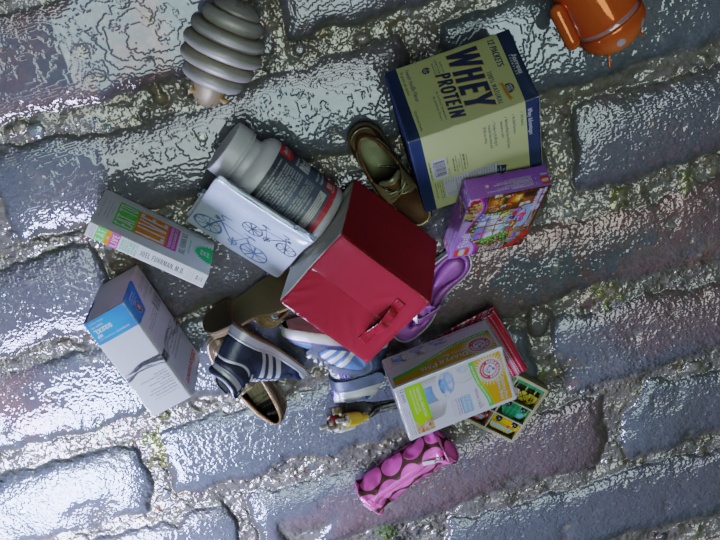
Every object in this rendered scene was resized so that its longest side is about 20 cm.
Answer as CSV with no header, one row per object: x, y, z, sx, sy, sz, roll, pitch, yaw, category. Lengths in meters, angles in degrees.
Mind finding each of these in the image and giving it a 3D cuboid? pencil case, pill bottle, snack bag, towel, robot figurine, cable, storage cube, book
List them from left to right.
-0.334,-0.047,1.567,0.198,0.134,0.049,25,109,-15,book
-0.178,-0.072,1.555,0.187,0.200,0.022,33,63,-10,snack bag
-0.137,-0.138,1.554,0.199,0.120,0.120,37,105,-18,pill bottle
0.000,0.000,1.575,0.179,0.201,0.171,35,122,-16,storage cube
0.018,0.258,1.747,0.197,0.097,0.051,-1,76,-30,cable
0.082,0.370,1.799,0.199,0.094,0.091,-39,111,12,pencil case
0.181,0.168,1.732,0.198,0.023,0.146,-29,112,6,towel
0.358,-0.414,1.485,0.116,0.145,0.201,-22,116,37,robot figurine

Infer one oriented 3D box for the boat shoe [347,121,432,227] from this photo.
0.046,-0.148,1.590,0.075,0.074,0.200,-37,111,11,boat shoe

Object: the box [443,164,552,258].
0.215,-0.091,1.572,0.134,0.040,0.201,-11,156,-10,box

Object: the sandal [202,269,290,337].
-0.164,0.067,1.678,0.209,0.079,0.070,-23,144,12,sandal

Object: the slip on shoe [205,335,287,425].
-0.198,0.190,1.716,0.075,0.061,0.201,-30,112,8,slip on shoe

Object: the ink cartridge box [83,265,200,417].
-0.357,0.116,1.626,0.083,0.146,0.202,-28,112,8,ink cartridge box

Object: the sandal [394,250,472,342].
0.116,0.043,1.689,0.082,0.050,0.204,31,107,-16,sandal

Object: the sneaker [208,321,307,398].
-0.177,0.171,1.662,0.200,0.070,0.109,37,82,-48,sneaker

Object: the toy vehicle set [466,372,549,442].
0.228,0.221,1.785,0.198,0.027,0.125,27,108,-15,toy vehicle set

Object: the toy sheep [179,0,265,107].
-0.203,-0.338,1.458,0.136,0.138,0.203,16,110,-11,toy sheep

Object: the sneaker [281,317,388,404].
-0.051,0.168,1.709,0.197,0.081,0.149,7,108,-14,sneaker

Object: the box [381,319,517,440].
0.150,0.184,1.664,0.197,0.102,0.114,-20,115,-2,box

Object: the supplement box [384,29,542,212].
0.161,-0.222,1.490,0.197,0.136,0.201,-19,151,2,supplement box
